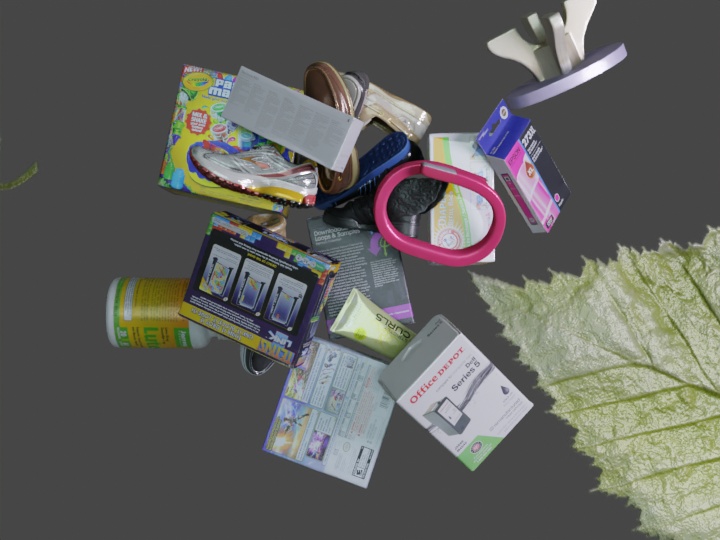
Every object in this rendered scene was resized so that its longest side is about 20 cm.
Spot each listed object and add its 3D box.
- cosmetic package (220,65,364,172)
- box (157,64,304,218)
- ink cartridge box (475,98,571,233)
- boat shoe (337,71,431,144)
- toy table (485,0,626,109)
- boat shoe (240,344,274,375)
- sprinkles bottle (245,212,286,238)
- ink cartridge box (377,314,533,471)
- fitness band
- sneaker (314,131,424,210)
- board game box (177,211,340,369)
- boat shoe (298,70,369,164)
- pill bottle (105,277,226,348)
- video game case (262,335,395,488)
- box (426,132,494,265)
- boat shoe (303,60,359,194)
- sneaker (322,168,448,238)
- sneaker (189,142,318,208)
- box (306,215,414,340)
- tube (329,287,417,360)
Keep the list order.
[{"bbox_3d":[-0.100,-0.222,1.421,0.199,0.051,0.083,28,100,17],"label":"cosmetic package"},{"bbox_3d":[-0.196,-0.201,1.536,0.198,0.122,0.195,12,88,1],"label":"box"},{"bbox_3d":[0.256,-0.161,1.505,0.200,0.037,0.095,52,58,-27],"label":"ink cartridge box"},{"bbox_3d":[0.014,-0.257,1.556,0.198,0.074,0.070,24,83,1],"label":"boat shoe"},{"bbox_3d":[0.303,-0.348,1.514,0.199,0.184,0.118,-29,105,-8],"label":"toy table"},{"bbox_3d":[-0.121,0.083,1.478,0.069,0.066,0.201,25,104,-28],"label":"boat shoe"},{"bbox_3d":[-0.143,0.013,1.515,0.067,0.068,0.202,-1,117,1],"label":"sprinkles bottle"},{"bbox_3d":[0.147,0.190,1.498,0.146,0.084,0.200,-47,118,0],"label":"ink cartridge box"},{"bbox_3d":[0.116,-0.084,1.430,0.198,0.038,0.145,17,114,-9],"label":"fitness band"},{"bbox_3d":[0.012,-0.144,1.558,0.199,0.078,0.071,-28,50,21],"label":"sneaker"},{"bbox_3d":[-0.149,0.027,1.421,0.198,0.057,0.167,24,102,12],"label":"board game box"},{"bbox_3d":[-0.037,-0.225,1.529,0.067,0.057,0.201,36,124,12],"label":"boat shoe"},{"bbox_3d":[-0.294,0.068,1.536,0.197,0.111,0.113,1,89,1],"label":"pill bottle"},{"bbox_3d":[-0.042,0.224,1.561,0.179,0.045,0.202,20,89,0],"label":"video game case"},{"bbox_3d":[0.157,-0.110,1.531,0.100,0.112,0.203,-1,90,2],"label":"box"},{"bbox_3d":[-0.050,-0.213,1.464,0.071,0.067,0.202,0,110,30],"label":"boat shoe"},{"bbox_3d":[0.036,-0.110,1.494,0.198,0.060,0.106,12,101,27],"label":"sneaker"},{"bbox_3d":[-0.158,-0.153,1.443,0.198,0.078,0.083,15,85,-9],"label":"sneaker"},{"bbox_3d":[0.000,0.000,1.571,0.141,0.036,0.203,-11,90,0],"label":"box"},{"bbox_3d":[0.052,0.112,1.535,0.199,0.052,0.058,32,45,-12],"label":"tube"}]
